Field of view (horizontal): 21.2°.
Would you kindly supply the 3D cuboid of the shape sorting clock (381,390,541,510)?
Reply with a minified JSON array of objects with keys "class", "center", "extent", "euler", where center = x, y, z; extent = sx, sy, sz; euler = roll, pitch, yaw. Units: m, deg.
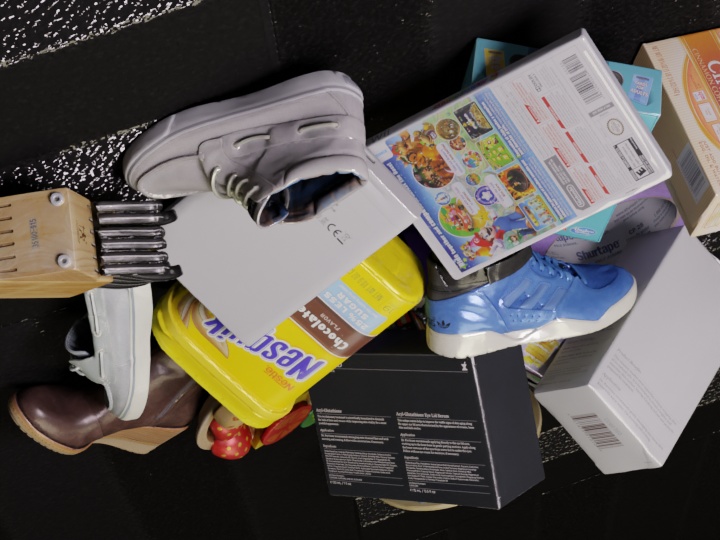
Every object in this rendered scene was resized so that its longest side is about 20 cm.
[{"class":"shape sorting clock","center":[0.096,0.180,2.026],"extent":[0.200,0.200,0.039],"euler":[-23,127,3]}]

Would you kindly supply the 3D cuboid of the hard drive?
[{"class":"hard drive","center":[-0.066,-0.038,1.534],"extent":[0.200,0.132,0.027],"euler":[-37,-165,30]}]

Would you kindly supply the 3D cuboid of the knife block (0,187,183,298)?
[{"class":"knife block","center":[-0.244,-0.013,1.485],"extent":[0.199,0.064,0.176],"euler":[-8,170,7]}]

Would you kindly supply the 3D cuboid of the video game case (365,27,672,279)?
[{"class":"video game case","center":[0.122,-0.087,1.499],"extent":[0.200,0.018,0.143],"euler":[-26,118,22]}]

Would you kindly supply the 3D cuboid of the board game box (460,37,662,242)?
[{"class":"board game box","center":[0.148,-0.104,1.576],"extent":[0.151,0.047,0.200],"euler":[10,150,-3]}]

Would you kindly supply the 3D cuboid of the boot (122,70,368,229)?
[{"class":"boot","center":[-0.088,-0.074,1.432],"extent":[0.200,0.096,0.074],"euler":[-20,147,20]}]

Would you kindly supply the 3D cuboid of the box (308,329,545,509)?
[{"class":"box","center":[0.054,0.128,1.715],"extent":[0.200,0.142,0.079],"euler":[-1,-162,41]}]

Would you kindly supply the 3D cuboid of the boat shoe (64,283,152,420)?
[{"class":"boat shoe","center":[-0.218,0.056,1.645],"extent":[0.071,0.070,0.201],"euler":[-5,138,-13]}]

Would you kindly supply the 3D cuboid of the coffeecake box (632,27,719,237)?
[{"class":"coffeecake box","center":[0.345,-0.130,1.621],"extent":[0.200,0.154,0.073],"euler":[-14,155,-18]}]

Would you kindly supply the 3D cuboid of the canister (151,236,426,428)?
[{"class":"canister","center":[-0.060,0.025,1.638],"extent":[0.149,0.087,0.200],"euler":[43,120,-14]}]

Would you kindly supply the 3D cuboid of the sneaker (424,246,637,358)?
[{"class":"sneaker","center":[0.146,-0.002,1.628],"extent":[0.199,0.077,0.111],"euler":[-12,115,-18]}]

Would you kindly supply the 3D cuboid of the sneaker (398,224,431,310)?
[{"class":"sneaker","center":[0.000,0.001,1.712],"extent":[0.200,0.070,0.100],"euler":[-26,153,9]}]

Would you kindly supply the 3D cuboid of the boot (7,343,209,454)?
[{"class":"boot","center":[-0.211,0.096,1.769],"extent":[0.166,0.072,0.200],"euler":[-46,146,21]}]

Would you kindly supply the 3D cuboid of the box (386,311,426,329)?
[{"class":"box","center":[0.070,0.118,1.883],"extent":[0.040,0.137,0.200],"euler":[-25,167,4]}]

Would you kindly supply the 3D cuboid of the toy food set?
[{"class":"toy food set","center":[-0.073,0.112,1.847],"extent":[0.198,0.049,0.200],"euler":[-29,160,-31]}]

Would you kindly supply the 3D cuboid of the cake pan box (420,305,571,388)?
[{"class":"cake pan box","center":[0.170,0.081,1.819],"extent":[0.184,0.200,0.052],"euler":[35,86,-27]}]

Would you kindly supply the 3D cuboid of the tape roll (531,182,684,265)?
[{"class":"tape roll","center":[0.220,-0.056,1.779],"extent":[0.200,0.066,0.200],"euler":[-18,154,-9]}]

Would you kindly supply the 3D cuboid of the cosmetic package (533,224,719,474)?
[{"class":"cosmetic package","center":[0.255,0.069,1.712],"extent":[0.081,0.113,0.200],"euler":[-16,-149,54]}]
